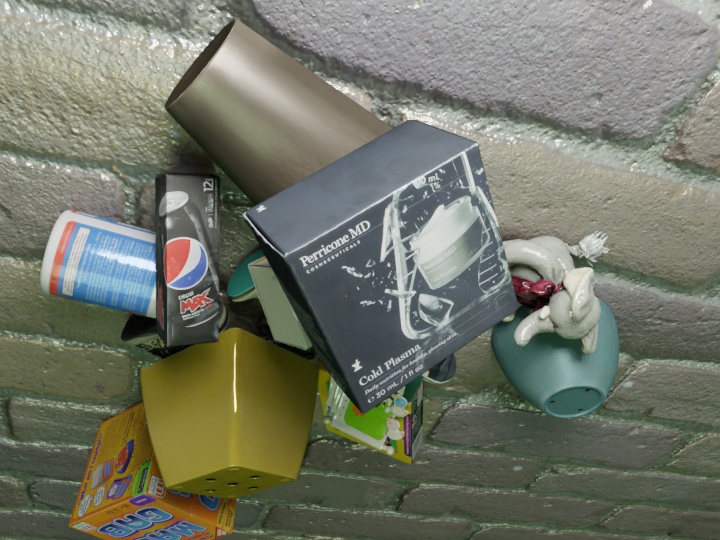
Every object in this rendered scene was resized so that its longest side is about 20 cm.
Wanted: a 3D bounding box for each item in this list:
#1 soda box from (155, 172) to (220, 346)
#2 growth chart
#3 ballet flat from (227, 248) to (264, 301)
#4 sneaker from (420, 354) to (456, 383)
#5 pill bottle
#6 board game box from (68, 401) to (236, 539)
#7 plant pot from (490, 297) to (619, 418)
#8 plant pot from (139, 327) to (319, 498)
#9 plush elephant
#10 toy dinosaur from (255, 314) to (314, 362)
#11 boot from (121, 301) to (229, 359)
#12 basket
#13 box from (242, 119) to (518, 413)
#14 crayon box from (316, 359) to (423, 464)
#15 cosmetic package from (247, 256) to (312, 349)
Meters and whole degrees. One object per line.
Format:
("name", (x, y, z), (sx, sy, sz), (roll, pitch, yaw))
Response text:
("soda box", (-0.208, -0.015, 0.716), (0.063, 0.071, 0.201), (-3, 100, -29))
("growth chart", (0.008, 0.182, 0.922), (0.144, 0.018, 0.201), (14, 111, 20))
("ballet flat", (-0.106, -0.013, 0.812), (0.069, 0.070, 0.200), (29, 128, -27))
("sneaker", (0.109, 0.117, 0.929), (0.079, 0.079, 0.200), (-15, 140, 36))
("pill bottle", (-0.296, 0.000, 0.783), (0.199, 0.112, 0.112), (16, 133, -16))
("board game box", (-0.363, 0.377, 1.101), (0.199, 0.200, 0.200), (-27, 130, 24))
("plant pot", (0.319, 0.150, 0.942), (0.199, 0.135, 0.201), (-1, 136, -1))
("plant pot", (-0.187, 0.225, 0.878), (0.200, 0.177, 0.200), (-24, 145, 24))
("plush elephant", (0.255, 0.039, 0.810), (0.199, 0.155, 0.165), (-19, 133, 18))
("toy dinosaur", (-0.146, 0.114, 0.954), (0.200, 0.048, 0.088), (29, 134, -24))
("boot", (-0.246, 0.110, 0.917), (0.203, 0.074, 0.154), (-11, 138, 30))
("basket", (-0.090, -0.147, 0.631), (0.180, 0.136, 0.200), (-42, 120, 19))
("box", (0.026, -0.008, 0.586), (0.200, 0.124, 0.197), (-32, 123, -12))
("crayon box", (0.018, 0.231, 1.021), (0.172, 0.058, 0.200), (18, 139, 21))
("cosmetic package", (-0.023, 0.001, 0.720), (0.071, 0.200, 0.106), (5, 116, 51))
